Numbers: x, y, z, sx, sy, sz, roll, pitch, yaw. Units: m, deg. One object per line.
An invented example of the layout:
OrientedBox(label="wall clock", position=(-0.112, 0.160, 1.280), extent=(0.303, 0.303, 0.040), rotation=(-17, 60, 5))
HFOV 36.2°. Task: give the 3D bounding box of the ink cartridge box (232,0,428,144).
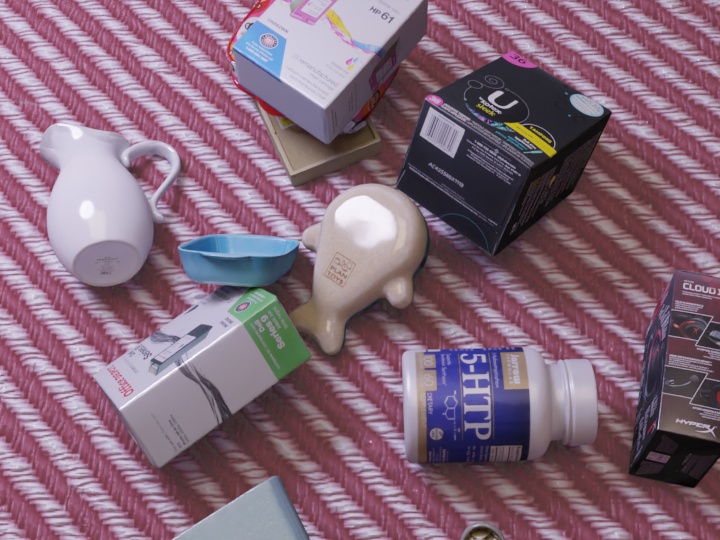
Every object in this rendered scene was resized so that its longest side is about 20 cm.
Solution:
OrientedBox(label="ink cartridge box", position=(-0.032, -0.274, 1.300), extent=(0.144, 0.085, 0.200), rotation=(35, 71, 15))

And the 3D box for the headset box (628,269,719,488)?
OrientedBox(label="headset box", position=(0.342, 0.106, 1.161), extent=(0.074, 0.149, 0.201), rotation=(11, 63, 7))

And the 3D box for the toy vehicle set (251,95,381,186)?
OrientedBox(label="toy vehicle set", position=(-0.067, -0.213, 1.418), extent=(0.123, 0.027, 0.201), rotation=(-21, 63, -8))

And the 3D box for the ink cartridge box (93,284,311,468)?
OrientedBox(label="ink cartridge box", position=(-0.173, 0.104, 1.184), extent=(0.199, 0.084, 0.146), rotation=(-36, 21, -15))

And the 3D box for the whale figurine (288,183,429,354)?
OrientedBox(label="whale figurine", position=(0.000, 0.000, 1.277), extent=(0.159, 0.104, 0.201), rotation=(31, 92, 23))

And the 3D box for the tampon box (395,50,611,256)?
OrientedBox(label="tampon box", position=(0.165, -0.141, 1.272), extent=(0.150, 0.127, 0.200), rotation=(36, 43, 18))

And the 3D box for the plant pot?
OrientedBox(label="plant pot", position=(-0.108, 0.345, 1.041), extent=(0.195, 0.197, 0.201), rotation=(-30, 73, -13))

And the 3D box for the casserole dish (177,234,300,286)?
OrientedBox(label="casserole dish", position=(-0.135, -0.012, 1.248), extent=(0.120, 0.200, 0.039), rotation=(4, 97, 5))

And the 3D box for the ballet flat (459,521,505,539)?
OrientedBox(label="ballet flat", position=(0.115, 0.348, 1.093), extent=(0.067, 0.064, 0.201), rotation=(3, 63, 5))

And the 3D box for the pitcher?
OrientedBox(label="pitcher", position=(-0.290, -0.084, 1.321), extent=(0.170, 0.122, 0.201), rotation=(-6, 50, -17))

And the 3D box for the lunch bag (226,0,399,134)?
OrientedBox(label="lunch bag", position=(-0.063, -0.261, 1.381), extent=(0.199, 0.082, 0.177), rotation=(25, 67, 14))

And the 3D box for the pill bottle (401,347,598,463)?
OrientedBox(label="pill bottle", position=(0.144, 0.142, 1.169), extent=(0.198, 0.120, 0.121), rotation=(-2, 62, 1))
